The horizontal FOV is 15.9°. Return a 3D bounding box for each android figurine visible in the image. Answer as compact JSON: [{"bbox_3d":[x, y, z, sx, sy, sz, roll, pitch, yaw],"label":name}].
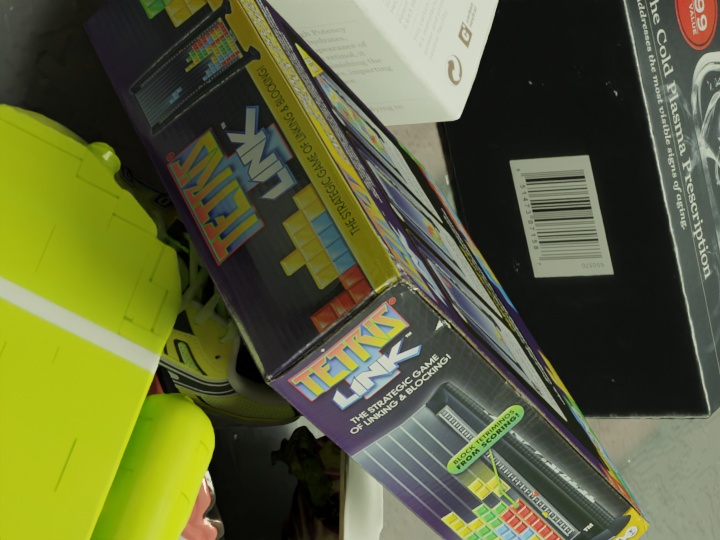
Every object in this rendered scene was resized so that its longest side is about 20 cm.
[{"bbox_3d":[-0.128,0.030,0.765,0.182,0.041,0.200,26,58,-14],"label":"android figurine"}]

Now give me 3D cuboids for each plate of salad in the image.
[{"bbox_3d":[-0.017,0.144,0.942,0.200,0.048,0.201,1,90,-90],"label":"plate of salad"}]

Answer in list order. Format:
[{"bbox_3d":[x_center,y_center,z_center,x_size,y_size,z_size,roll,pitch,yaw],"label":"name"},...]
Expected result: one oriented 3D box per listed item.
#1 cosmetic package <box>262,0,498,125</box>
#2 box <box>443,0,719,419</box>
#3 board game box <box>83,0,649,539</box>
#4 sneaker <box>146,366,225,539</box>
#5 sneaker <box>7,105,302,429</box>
[{"bbox_3d":[-0.042,-0.132,0.924,0.200,0.102,0.074,49,49,-45],"label":"cosmetic package"},{"bbox_3d":[0.131,-0.059,1.170,0.182,0.104,0.200,-37,118,-52],"label":"box"},{"bbox_3d":[0.000,0.000,0.867,0.165,0.057,0.200,43,12,-42],"label":"board game box"},{"bbox_3d":[-0.088,0.120,0.886,0.074,0.087,0.200,-118,-165,-53],"label":"sneaker"},{"bbox_3d":[-0.076,-0.004,0.887,0.200,0.076,0.076,34,62,-48],"label":"sneaker"}]
